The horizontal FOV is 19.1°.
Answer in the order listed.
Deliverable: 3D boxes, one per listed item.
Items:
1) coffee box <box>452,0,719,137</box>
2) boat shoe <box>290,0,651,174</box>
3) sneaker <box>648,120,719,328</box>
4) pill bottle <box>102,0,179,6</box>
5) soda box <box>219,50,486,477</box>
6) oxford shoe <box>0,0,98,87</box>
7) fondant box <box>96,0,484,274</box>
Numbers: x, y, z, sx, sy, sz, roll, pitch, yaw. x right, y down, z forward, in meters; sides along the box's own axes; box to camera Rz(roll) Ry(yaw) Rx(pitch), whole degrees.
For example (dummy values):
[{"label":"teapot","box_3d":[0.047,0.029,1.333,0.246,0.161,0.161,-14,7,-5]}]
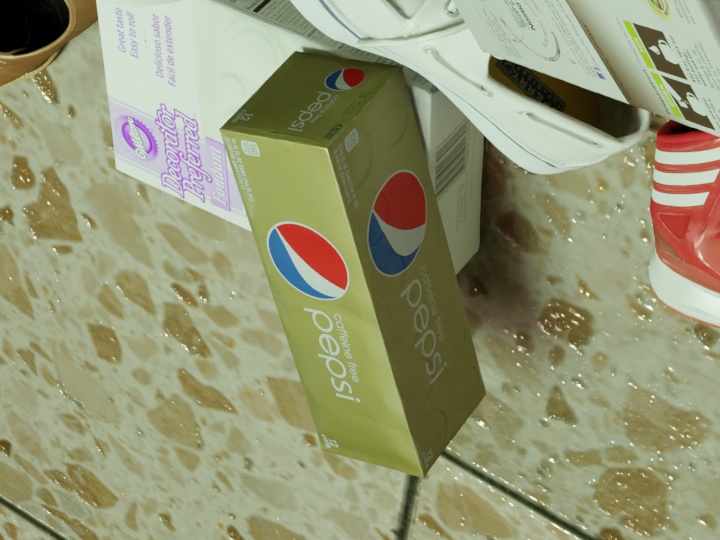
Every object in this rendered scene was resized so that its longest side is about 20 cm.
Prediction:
[{"label":"coffee box","box_3d":[0.115,-0.125,0.782,0.080,0.113,0.200,56,166,-29]},{"label":"boat shoe","box_3d":[0.050,-0.109,0.914,0.202,0.075,0.086,38,155,-25]},{"label":"sneaker","box_3d":[0.204,-0.017,0.901,0.199,0.078,0.116,14,136,32]},{"label":"pill bottle","box_3d":[-0.103,-0.223,0.953,0.112,0.113,0.201,22,139,25]},{"label":"soda box","box_3d":[0.000,0.000,1.017,0.064,0.068,0.201,11,134,33]},{"label":"oxford shoe","box_3d":[-0.191,-0.136,1.155,0.071,0.071,0.200,49,145,-11]},{"label":"fondant box","box_3d":[-0.035,-0.082,1.073,0.199,0.058,0.145,25,140,24]}]
